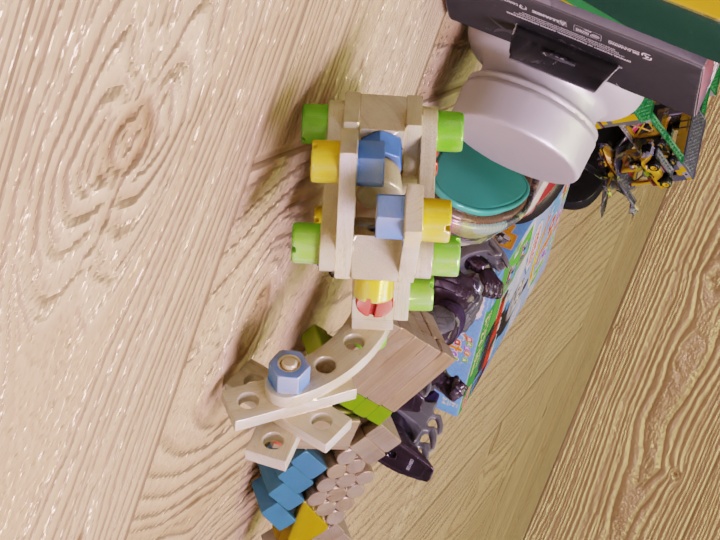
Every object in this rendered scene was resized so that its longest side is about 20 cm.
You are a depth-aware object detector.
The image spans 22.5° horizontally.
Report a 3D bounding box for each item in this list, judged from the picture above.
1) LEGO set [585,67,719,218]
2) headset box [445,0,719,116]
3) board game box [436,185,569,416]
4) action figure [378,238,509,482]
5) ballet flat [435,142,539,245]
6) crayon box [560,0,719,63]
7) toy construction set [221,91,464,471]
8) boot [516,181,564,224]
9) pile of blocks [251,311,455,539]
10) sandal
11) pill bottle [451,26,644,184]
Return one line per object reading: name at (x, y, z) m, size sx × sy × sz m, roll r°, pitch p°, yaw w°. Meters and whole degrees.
LEGO set at (0.202, -0.154, 1.427) m, size 0.154 × 0.115 × 0.201 m, roll 36°, pitch 57°, yaw -45°
headset box at (0.141, -0.186, 0.950) m, size 0.201 × 0.148 × 0.075 m, roll -64°, pitch 167°, yaw -11°
board game box at (0.115, -0.002, 1.453) m, size 0.152 × 0.036 × 0.200 m, roll 101°, pitch 16°, yaw -44°
action figure at (0.051, 0.045, 1.197) m, size 0.200 × 0.069 × 0.131 m, roll -56°, pitch 160°, yaw -50°
ballet flat at (0.076, -0.059, 1.134) m, size 0.071 × 0.069 × 0.200 m, roll -51°, pitch 180°, yaw 37°
crayon box at (0.153, -0.220, 0.878) m, size 0.201 × 0.172 × 0.058 m, roll -64°, pitch 164°, yaw -8°
toy construction set at (0.000, 0.000, 0.827) m, size 0.132 × 0.091 × 0.201 m, roll -89°, pitch -165°, yaw -45°
boot at (0.145, -0.125, 1.283) m, size 0.201 × 0.072 × 0.144 m, roll -59°, pitch 169°, yaw 6°
pile of blocks at (-0.023, 0.082, 1.000) m, size 0.201 × 0.082 × 0.062 m, roll -63°, pitch -146°, yaw 32°
sandal at (0.215, -0.136, 1.561) m, size 0.201 × 0.075 × 0.045 m, roll -56°, pitch 153°, yaw -30°
pill bottle at (0.129, -0.156, 1.042) m, size 0.201 × 0.110 × 0.111 m, roll -64°, pitch 168°, yaw -10°
